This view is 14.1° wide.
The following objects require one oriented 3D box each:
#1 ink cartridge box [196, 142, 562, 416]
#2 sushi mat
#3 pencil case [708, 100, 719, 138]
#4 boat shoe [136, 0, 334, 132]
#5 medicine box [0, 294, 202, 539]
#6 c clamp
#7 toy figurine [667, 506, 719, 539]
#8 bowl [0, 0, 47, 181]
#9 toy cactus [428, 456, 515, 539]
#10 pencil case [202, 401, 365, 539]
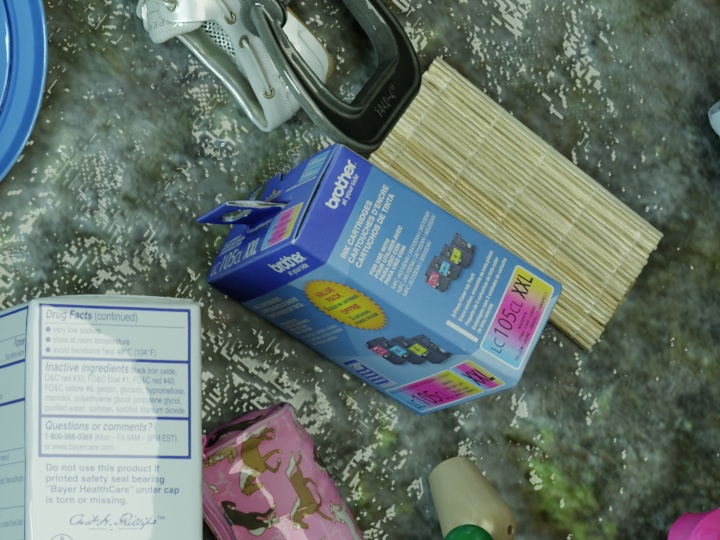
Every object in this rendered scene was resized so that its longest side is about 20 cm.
[{"bbox_3d":[0.000,0.000,1.757,0.200,0.136,0.077,34,67,-15],"label":"ink cartridge box"},{"bbox_3d":[0.099,-0.042,1.871,0.200,0.012,0.096,37,71,-14],"label":"sushi mat"},{"bbox_3d":[0.308,-0.044,1.920,0.090,0.083,0.201,-27,96,-1],"label":"pencil case"},{"bbox_3d":[-0.104,-0.167,1.770,0.200,0.071,0.069,45,68,-13],"label":"boat shoe"},{"bbox_3d":[-0.165,0.122,1.649,0.102,0.182,0.201,3,83,-23],"label":"medicine box"},{"bbox_3d":[-0.026,-0.158,1.769,0.171,0.027,0.200,51,27,-16],"label":"c clamp"},{"bbox_3d":[0.278,0.195,1.877,0.184,0.150,0.201,-29,120,-10],"label":"toy figurine"},{"bbox_3d":[-0.272,-0.126,1.676,0.200,0.039,0.202,-7,101,-42],"label":"bowl"},{"bbox_3d":[0.083,0.192,1.784,0.200,0.102,0.165,24,31,-47],"label":"toy cactus"},{"bbox_3d":[-0.036,0.178,1.752,0.083,0.087,0.201,-26,94,9],"label":"pencil case"}]
